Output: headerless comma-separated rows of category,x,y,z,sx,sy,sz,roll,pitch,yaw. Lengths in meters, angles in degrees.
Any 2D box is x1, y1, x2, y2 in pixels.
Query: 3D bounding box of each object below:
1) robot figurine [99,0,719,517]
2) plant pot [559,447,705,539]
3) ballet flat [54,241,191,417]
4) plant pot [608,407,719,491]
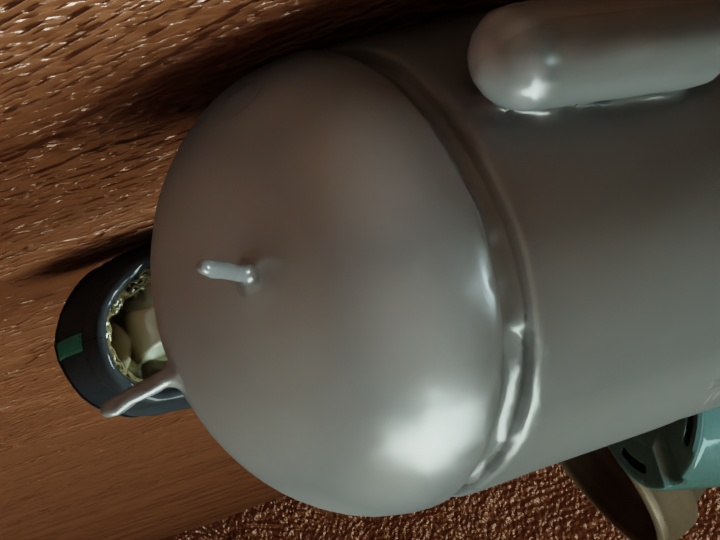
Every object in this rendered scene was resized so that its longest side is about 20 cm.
robot figurine,0.032,-0.007,0.647,0.200,0.113,0.170,-16,145,-32
plant pot,0.258,0.112,2.232,0.175,0.200,0.200,-36,177,-12
ballet flat,0.000,0.000,0.836,0.200,0.073,0.073,-17,174,-7
plant pot,0.286,0.074,1.909,0.196,0.200,0.200,-8,169,-27
